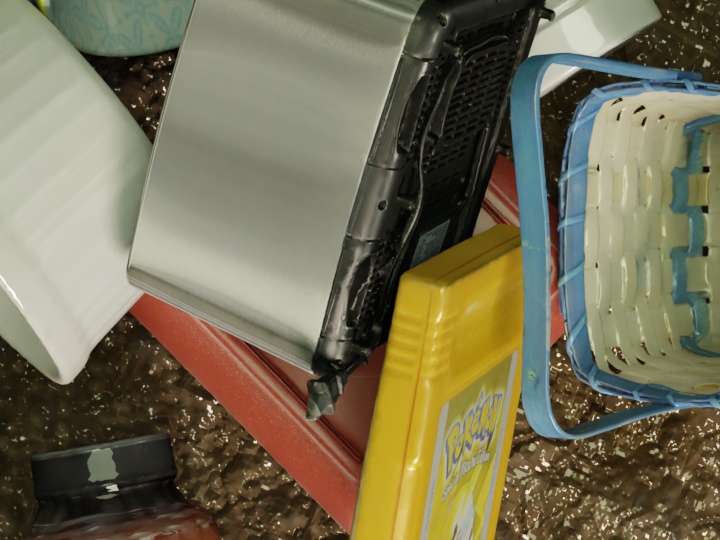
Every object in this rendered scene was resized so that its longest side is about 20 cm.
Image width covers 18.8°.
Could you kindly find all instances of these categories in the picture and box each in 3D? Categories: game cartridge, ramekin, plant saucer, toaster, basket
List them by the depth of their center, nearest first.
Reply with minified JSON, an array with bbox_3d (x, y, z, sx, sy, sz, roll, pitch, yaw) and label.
[{"bbox_3d":[-0.008,-0.058,0.994,0.118,0.200,0.182,21,109,15],"label":"toaster"},{"bbox_3d":[0.041,0.086,1.032,0.032,0.176,0.202,15,105,17],"label":"game cartridge"},{"bbox_3d":[-0.172,-0.052,1.040,0.098,0.200,0.201,-42,90,-14],"label":"ramekin"},{"bbox_3d":[0.147,-0.017,1.058,0.199,0.139,0.178,-6,96,-40],"label":"basket"},{"bbox_3d":[0.000,0.000,1.127,0.200,0.037,0.200,45,84,0],"label":"plant saucer"}]

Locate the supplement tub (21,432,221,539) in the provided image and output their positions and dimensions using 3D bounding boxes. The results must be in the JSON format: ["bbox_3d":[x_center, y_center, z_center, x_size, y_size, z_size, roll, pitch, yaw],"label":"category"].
[{"bbox_3d":[-0.113,0.184,1.071,0.106,0.107,0.202,-9,86,-5],"label":"supplement tub"}]

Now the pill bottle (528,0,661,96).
[{"bbox_3d":[0.065,-0.190,1.103,0.119,0.120,0.201,-31,90,-6],"label":"pill bottle"}]

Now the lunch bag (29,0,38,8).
[{"bbox_3d":[-0.181,-0.233,1.109,0.160,0.076,0.201,32,83,0],"label":"lunch bag"}]

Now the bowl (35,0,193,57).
[{"bbox_3d":[-0.084,-0.205,1.017,0.199,0.200,0.108,-30,70,-6],"label":"bowl"}]
